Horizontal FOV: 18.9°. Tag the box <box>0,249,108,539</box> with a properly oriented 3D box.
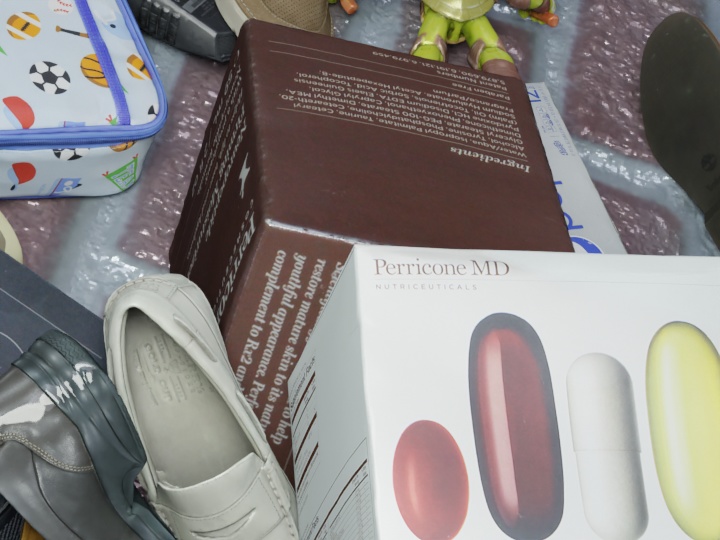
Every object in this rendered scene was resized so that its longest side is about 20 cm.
[{"bbox_3d":[-0.242,0.074,1.020,0.200,0.124,0.197,34,49,7],"label":"box"}]

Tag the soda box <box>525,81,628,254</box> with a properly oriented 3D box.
[{"bbox_3d":[0.105,-0.016,1.274,0.068,0.064,0.201,-6,55,-25],"label":"soda box"}]

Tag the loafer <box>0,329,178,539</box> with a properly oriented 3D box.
[{"bbox_3d":[-0.123,0.120,0.960,0.072,0.201,0.073,-35,35,-20],"label":"loafer"}]

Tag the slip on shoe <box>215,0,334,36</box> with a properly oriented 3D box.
[{"bbox_3d":[-0.049,-0.203,1.353,0.076,0.061,0.201,20,38,-25],"label":"slip on shoe"}]

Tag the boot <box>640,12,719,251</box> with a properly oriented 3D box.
[{"bbox_3d":[0.241,-0.077,1.389,0.075,0.074,0.201,6,52,-41],"label":"boot"}]

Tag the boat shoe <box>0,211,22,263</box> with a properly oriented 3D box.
[{"bbox_3d":[-0.268,-0.055,1.151,0.200,0.075,0.068,43,44,15],"label":"boat shoe"}]

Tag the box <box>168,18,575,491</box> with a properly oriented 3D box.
[{"bbox_3d":[0.000,0.000,1.121,0.163,0.166,0.200,12,33,-14],"label":"box"}]

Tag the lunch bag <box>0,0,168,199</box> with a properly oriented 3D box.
[{"bbox_3d":[-0.200,-0.133,1.245,0.160,0.076,0.201,-5,55,-28],"label":"lunch bag"}]

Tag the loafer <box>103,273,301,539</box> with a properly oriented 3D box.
[{"bbox_3d":[-0.069,0.099,0.991,0.070,0.070,0.201,-24,93,8],"label":"loafer"}]

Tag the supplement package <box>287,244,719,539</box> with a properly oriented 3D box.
[{"bbox_3d":[0.079,0.111,0.933,0.190,0.147,0.201,1,64,-13],"label":"supplement package"}]

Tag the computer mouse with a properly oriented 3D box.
[{"bbox_3d":[-0.069,-0.127,1.325,0.200,0.034,0.059,36,29,3],"label":"computer mouse"}]

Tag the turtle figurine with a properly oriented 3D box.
[{"bbox_3d":[0.069,-0.164,1.382,0.199,0.065,0.162,7,50,-16],"label":"turtle figurine"}]
